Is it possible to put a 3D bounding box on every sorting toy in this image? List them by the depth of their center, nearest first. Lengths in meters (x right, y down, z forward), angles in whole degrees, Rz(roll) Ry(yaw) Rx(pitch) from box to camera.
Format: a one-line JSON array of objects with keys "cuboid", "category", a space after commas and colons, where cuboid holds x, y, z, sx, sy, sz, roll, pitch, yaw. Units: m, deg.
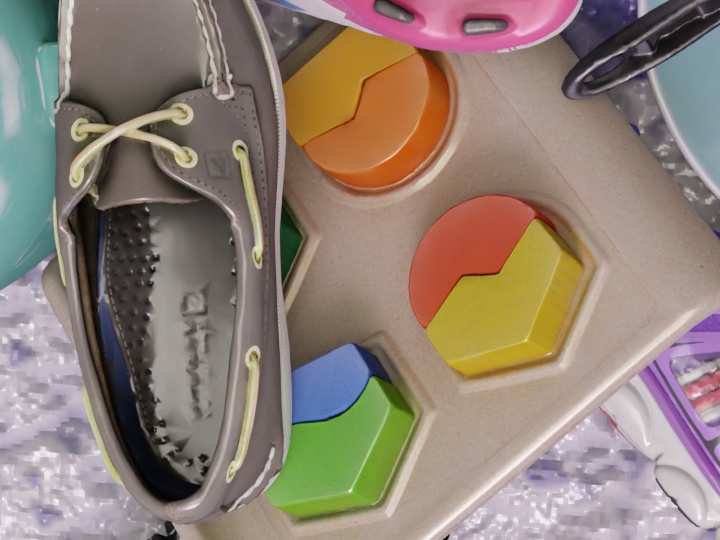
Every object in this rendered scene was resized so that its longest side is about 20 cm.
[{"cuboid": [0.000, 0.000, 0.844, 0.200, 0.036, 0.185, -39, 57, 8], "category": "sorting toy"}]

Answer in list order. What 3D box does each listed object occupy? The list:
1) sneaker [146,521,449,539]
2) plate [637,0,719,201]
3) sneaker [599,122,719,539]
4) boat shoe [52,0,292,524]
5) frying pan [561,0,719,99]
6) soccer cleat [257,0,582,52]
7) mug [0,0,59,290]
[{"cuboid": [-0.014, 0.096, 0.889, 0.090, 0.066, 0.200, 44, 98, 2], "category": "sneaker"}, {"cuboid": [0.195, -0.094, 0.861, 0.200, 0.026, 0.201, 1, 97, 7], "category": "plate"}, {"cuboid": [0.127, 0.035, 0.854, 0.083, 0.081, 0.200, -41, 91, 15], "category": "sneaker"}, {"cuboid": [-0.060, -0.021, 0.790, 0.072, 0.060, 0.202, -7, 93, 10], "category": "boat shoe"}, {"cuboid": [0.152, -0.118, 0.797, 0.190, 0.031, 0.115, -17, 131, -8], "category": "frying pan"}, {"cuboid": [-0.015, -0.119, 0.846, 0.200, 0.086, 0.070, 16, 94, 14], "category": "soccer cleat"}, {"cuboid": [-0.155, -0.065, 0.860, 0.185, 0.114, 0.152, -40, 91, 10], "category": "mug"}]
